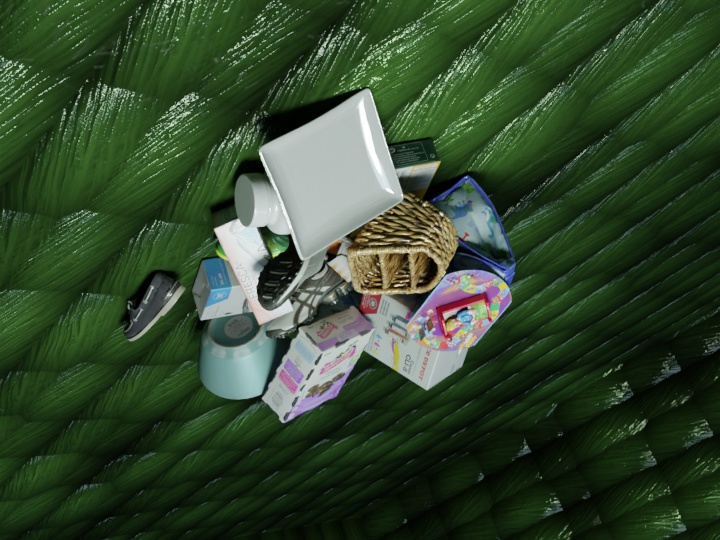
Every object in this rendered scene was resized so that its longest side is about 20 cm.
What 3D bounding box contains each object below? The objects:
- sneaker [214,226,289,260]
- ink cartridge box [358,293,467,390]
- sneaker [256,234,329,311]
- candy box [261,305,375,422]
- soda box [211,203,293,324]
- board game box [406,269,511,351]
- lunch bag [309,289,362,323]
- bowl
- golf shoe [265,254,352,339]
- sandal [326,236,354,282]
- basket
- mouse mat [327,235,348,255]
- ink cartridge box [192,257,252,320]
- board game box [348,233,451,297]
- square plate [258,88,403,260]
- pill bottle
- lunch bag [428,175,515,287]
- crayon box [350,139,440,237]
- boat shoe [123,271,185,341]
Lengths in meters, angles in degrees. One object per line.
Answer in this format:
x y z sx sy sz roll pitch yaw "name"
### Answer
-0.157 -0.061 1.579 0.197 0.074 0.085 -8 124 -16 "sneaker"
0.110 0.110 1.804 0.144 0.199 0.147 -25 136 -50 "ink cartridge box"
-0.102 -0.004 1.495 0.073 0.201 0.080 5 135 30 "sneaker"
-0.081 0.180 1.758 0.167 0.072 0.201 -19 146 -49 "candy box"
-0.179 -0.012 1.519 0.068 0.064 0.202 -23 120 -1 "soda box"
0.183 0.088 1.624 0.156 0.039 0.201 19 125 -28 "board game box"
-0.034 0.096 1.907 0.198 0.129 0.170 -25 156 -1 "lunch bag"
-0.238 0.142 1.798 0.198 0.202 0.106 -18 136 -7 "bowl"
-0.113 0.050 1.713 0.199 0.095 0.078 -38 -167 -24 "golf shoe"
0.003 -0.002 1.688 0.205 0.060 0.079 28 157 -5 "sandal"
0.075 -0.021 1.540 0.150 0.142 0.200 -56 166 -17 "basket"
0.029 -0.063 1.779 0.197 0.008 0.161 -17 155 -11 "mouse mat"
-0.203 0.023 1.693 0.198 0.067 0.116 -9 153 -26 "ink cartridge box"
0.078 -0.011 1.718 0.035 0.198 0.136 -61 162 -18 "board game box"
-0.043 -0.146 1.374 0.199 0.028 0.200 -32 123 -18 "square plate"
-0.094 -0.116 1.443 0.198 0.112 0.111 -6 152 -30 "pill bottle"
0.214 -0.042 1.701 0.127 0.201 0.170 -34 159 -10 "lunch bag"
0.049 -0.142 1.580 0.124 0.052 0.201 -12 153 -20 "crayon box"
-0.391 0.063 1.662 0.063 0.073 0.199 40 133 -14 "boat shoe"
